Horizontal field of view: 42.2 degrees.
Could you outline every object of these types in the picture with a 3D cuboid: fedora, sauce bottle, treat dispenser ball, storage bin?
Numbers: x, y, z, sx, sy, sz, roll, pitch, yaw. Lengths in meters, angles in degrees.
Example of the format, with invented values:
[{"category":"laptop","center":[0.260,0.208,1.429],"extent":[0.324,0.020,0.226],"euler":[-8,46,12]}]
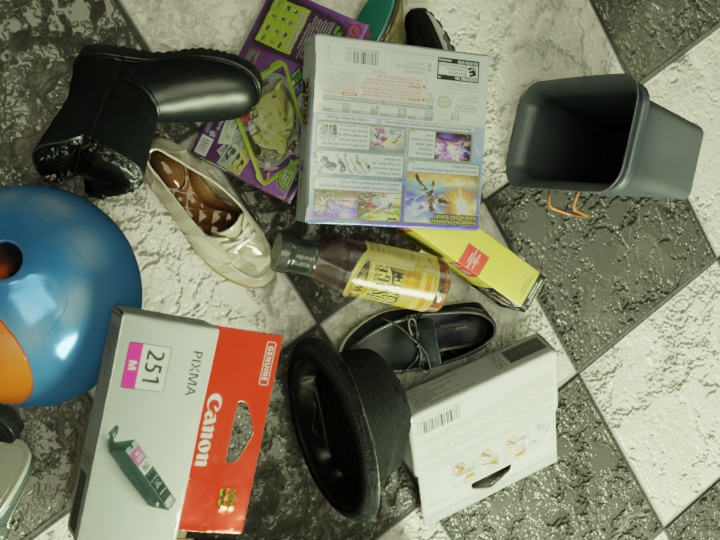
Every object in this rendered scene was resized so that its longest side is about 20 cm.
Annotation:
[{"category":"fedora","center":[-0.002,0.159,0.993],"extent":[0.090,0.199,0.205],"euler":[-18,100,-27]},{"category":"sauce bottle","center":[0.000,0.000,1.017],"extent":[0.196,0.066,0.068],"euler":[10,91,-18]},{"category":"treat dispenser ball","center":[-0.302,0.023,0.863],"extent":[0.197,0.200,0.206],"euler":[-1,95,-18]},{"category":"storage bin","center":[0.280,-0.128,1.058],"extent":[0.132,0.199,0.149],"euler":[13,90,-28]}]

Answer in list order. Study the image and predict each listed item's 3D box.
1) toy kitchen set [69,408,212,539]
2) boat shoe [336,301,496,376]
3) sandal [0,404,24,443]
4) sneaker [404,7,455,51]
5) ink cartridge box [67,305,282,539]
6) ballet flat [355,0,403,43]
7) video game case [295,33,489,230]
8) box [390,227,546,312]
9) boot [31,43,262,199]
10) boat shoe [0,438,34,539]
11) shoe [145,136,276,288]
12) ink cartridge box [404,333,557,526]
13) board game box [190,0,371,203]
[{"category":"toy kitchen set","center":[-0.186,0.227,0.981],"extent":[0.179,0.161,0.204],"euler":[19,88,-46]},{"category":"boat shoe","center":[0.066,0.079,1.064],"extent":[0.196,0.062,0.076],"euler":[-12,99,-16]},{"category":"sandal","center":[-0.410,0.102,0.894],"extent":[0.201,0.075,0.048],"euler":[47,50,-16]},{"category":"sneaker","center":[0.068,-0.186,1.041],"extent":[0.086,0.076,0.204],"euler":[-17,99,-10]},{"category":"ink cartridge box","center":[-0.158,0.147,0.843],"extent":[0.171,0.043,0.204],"euler":[12,91,-30]},{"category":"ballet flat","center":[0.004,-0.212,1.026],"extent":[0.070,0.071,0.203],"euler":[28,84,-18]},{"category":"video game case","center":[0.034,-0.138,0.965],"extent":[0.196,0.045,0.186],"euler":[2,94,-21]},{"category":"box","center":[0.114,-0.027,1.066],"extent":[0.198,0.075,0.051],"euler":[35,83,-18]},{"category":"boot","center":[-0.199,-0.138,0.895],"extent":[0.196,0.077,0.170],"euler":[6,49,-5]},{"category":"boat shoe","center":[-0.390,0.263,0.937],"extent":[0.202,0.072,0.062],"euler":[-58,151,-13]},{"category":"shoe","center":[-0.160,-0.056,0.982],"extent":[0.070,0.053,0.200],"euler":[-45,106,-10]},{"category":"ink cartridge box","center":[0.142,0.188,1.098],"extent":[0.197,0.044,0.176],"euler":[-21,126,-17]},{"category":"board game box","center":[-0.083,-0.187,0.984],"extent":[0.118,0.032,0.203],"euler":[26,86,17]}]
